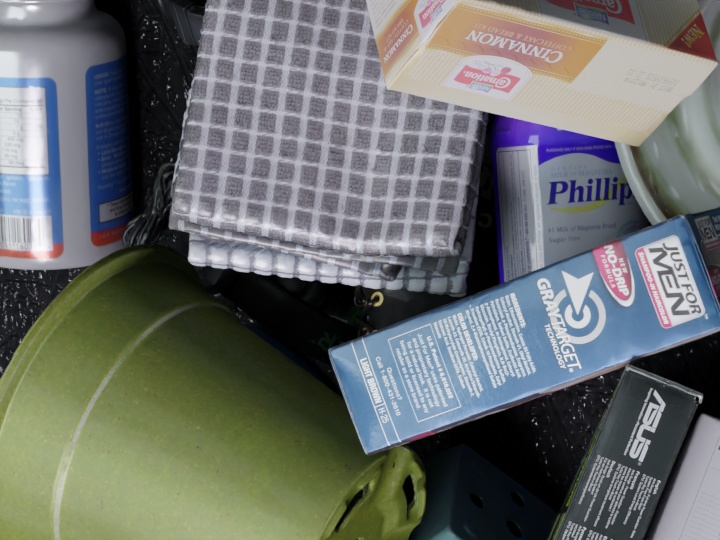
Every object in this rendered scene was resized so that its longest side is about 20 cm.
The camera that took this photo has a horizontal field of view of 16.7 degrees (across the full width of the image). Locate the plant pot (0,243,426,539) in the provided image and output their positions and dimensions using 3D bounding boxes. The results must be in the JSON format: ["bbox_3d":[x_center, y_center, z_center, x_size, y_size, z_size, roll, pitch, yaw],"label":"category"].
[{"bbox_3d":[-0.073,0.115,1.313,0.189,0.200,0.201,26,120,26],"label":"plant pot"}]

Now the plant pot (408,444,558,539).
[{"bbox_3d":[0.026,0.208,1.416,0.141,0.142,0.200,36,119,-13],"label":"plant pot"}]

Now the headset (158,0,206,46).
[{"bbox_3d":[-0.074,-0.193,1.430,0.200,0.123,0.094,34,147,50],"label":"headset"}]

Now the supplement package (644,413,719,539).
[{"bbox_3d":[0.179,0.191,1.221,0.113,0.110,0.201,23,79,8],"label":"supplement package"}]

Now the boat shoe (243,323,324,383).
[{"bbox_3d":[-0.042,0.122,1.526,0.200,0.084,0.069,52,135,23],"label":"boat shoe"}]

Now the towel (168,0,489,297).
[{"bbox_3d":[-0.009,-0.095,1.299,0.086,0.165,0.201,109,170,-77],"label":"towel"}]

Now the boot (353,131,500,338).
[{"bbox_3d":[0.000,0.000,1.359,0.073,0.199,0.151,113,156,-75],"label":"boot"}]

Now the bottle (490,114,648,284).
[{"bbox_3d":[0.112,-0.062,1.317,0.065,0.083,0.201,0,94,61],"label":"bottle"}]

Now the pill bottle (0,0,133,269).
[{"bbox_3d":[-0.205,-0.110,1.592,0.112,0.112,0.201,14,111,41],"label":"pill bottle"}]

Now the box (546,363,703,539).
[{"bbox_3d":[0.112,0.153,1.243,0.047,0.193,0.201,23,84,4],"label":"box"}]

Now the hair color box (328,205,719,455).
[{"bbox_3d":[0.095,0.029,1.231,0.199,0.100,0.061,-22,87,23],"label":"hair color box"}]

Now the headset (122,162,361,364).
[{"bbox_3d":[-0.069,0.003,1.476,0.094,0.123,0.200,-54,53,12],"label":"headset"}]

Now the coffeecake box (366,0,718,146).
[{"bbox_3d":[0.075,-0.173,1.220,0.073,0.153,0.201,-48,43,42],"label":"coffeecake box"}]

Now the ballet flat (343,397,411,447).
[{"bbox_3d":[-0.063,0.107,1.450,0.199,0.068,0.073,-18,106,31],"label":"ballet flat"}]

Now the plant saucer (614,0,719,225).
[{"bbox_3d":[0.217,-0.085,1.233,0.200,0.050,0.201,15,113,40],"label":"plant saucer"}]
